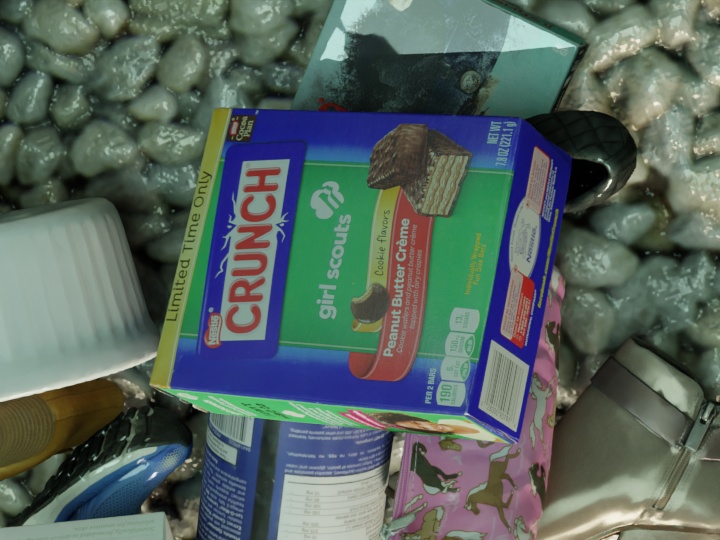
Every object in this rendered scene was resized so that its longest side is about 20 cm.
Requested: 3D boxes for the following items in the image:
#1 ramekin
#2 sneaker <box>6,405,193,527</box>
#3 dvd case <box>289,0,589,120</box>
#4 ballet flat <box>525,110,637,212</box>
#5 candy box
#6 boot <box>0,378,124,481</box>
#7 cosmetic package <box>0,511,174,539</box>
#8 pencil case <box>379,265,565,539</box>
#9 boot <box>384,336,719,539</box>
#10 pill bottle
[{"bbox_3d":[-0.221,0.021,1.701,0.200,0.200,0.098,-9,95,18],"label":"ramekin"},{"bbox_3d":[-0.161,0.163,1.794,0.089,0.079,0.200,39,118,-9],"label":"sneaker"},{"bbox_3d":[0.027,-0.074,1.692,0.146,0.022,0.201,27,111,8],"label":"dvd case"},{"bbox_3d":[0.060,-0.049,1.648,0.199,0.057,0.067,-16,99,19],"label":"ballet flat"},{"bbox_3d":[0.000,0.000,1.599,0.199,0.077,0.170,3,74,30],"label":"candy box"},{"bbox_3d":[-0.252,0.111,1.761,0.201,0.144,0.071,-16,87,26],"label":"boot"},{"bbox_3d":[-0.148,0.234,1.731,0.107,0.085,0.200,-5,142,4],"label":"cosmetic package"},{"bbox_3d":[0.064,0.084,1.631,0.082,0.086,0.201,0,72,27],"label":"pencil case"},{"bbox_3d":[0.132,0.107,1.684,0.199,0.070,0.147,24,99,-1],"label":"boot"},{"bbox_3d":[-0.041,0.139,1.723,0.111,0.112,0.201,11,108,13],"label":"pill bottle"}]
